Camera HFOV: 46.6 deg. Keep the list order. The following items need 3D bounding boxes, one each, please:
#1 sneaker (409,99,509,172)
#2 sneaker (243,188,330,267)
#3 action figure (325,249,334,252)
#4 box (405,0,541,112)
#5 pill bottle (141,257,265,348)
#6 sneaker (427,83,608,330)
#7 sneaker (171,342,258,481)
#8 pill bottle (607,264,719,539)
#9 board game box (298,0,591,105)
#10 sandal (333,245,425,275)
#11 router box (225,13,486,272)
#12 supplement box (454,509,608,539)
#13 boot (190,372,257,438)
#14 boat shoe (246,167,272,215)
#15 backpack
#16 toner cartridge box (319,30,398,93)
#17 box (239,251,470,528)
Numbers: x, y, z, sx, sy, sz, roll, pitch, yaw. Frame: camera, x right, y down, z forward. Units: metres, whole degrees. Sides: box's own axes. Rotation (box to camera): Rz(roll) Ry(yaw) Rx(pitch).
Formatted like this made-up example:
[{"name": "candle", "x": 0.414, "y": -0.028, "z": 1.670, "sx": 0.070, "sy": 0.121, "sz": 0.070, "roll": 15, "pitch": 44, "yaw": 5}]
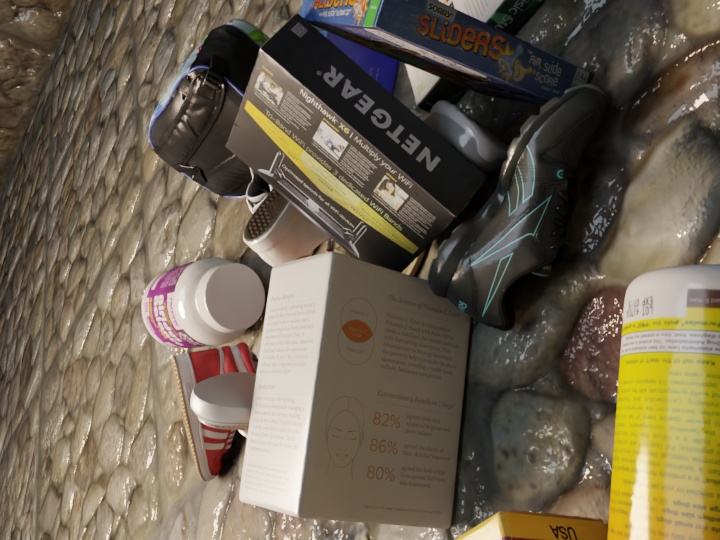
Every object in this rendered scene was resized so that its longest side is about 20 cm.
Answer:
[{"name": "sneaker", "x": 0.064, "y": -0.096, "z": 0.745, "sx": 0.083, "sy": 0.074, "sz": 0.200, "roll": -59, "pitch": 20, "yaw": -4}, {"name": "sneaker", "x": -0.030, "y": -0.083, "z": 0.837, "sx": 0.201, "sy": 0.085, "sz": 0.073, "roll": -53, "pitch": 33, "yaw": -10}, {"name": "action figure", "x": -0.053, "y": 0.079, "z": 0.901, "sx": 0.065, "sy": 0.051, "sz": 0.202, "roll": 38, "pitch": 112, "yaw": 52}, {"name": "box", "x": 0.108, "y": -0.266, "z": 0.788, "sx": 0.200, "sy": 0.036, "sz": 0.146, "roll": -47, "pitch": 41, "yaw": 40}, {"name": "pill bottle", "x": -0.205, "y": 0.043, "z": 1.092, "sx": 0.199, "sy": 0.111, "sz": 0.114, "roll": -13, "pitch": 67, "yaw": 56}, {"name": "sneaker", "x": 0.135, "y": -0.045, "z": 0.642, "sx": 0.079, "sy": 0.075, "sz": 0.201, "roll": 42, "pitch": 111, "yaw": 26}, {"name": "sneaker", "x": -0.163, "y": 0.174, "z": 1.032, "sx": 0.071, "sy": 0.111, "sz": 0.202, "roll": -124, "pitch": 26, "yaw": -48}, {"name": "pill bottle", "x": 0.189, "y": 0.105, "z": 0.440, "sx": 0.109, "sy": 0.108, "sz": 0.203, "roll": -9, "pitch": 71, "yaw": 56}, {"name": "board game box", "x": 0.066, "y": -0.178, "z": 0.661, "sx": 0.135, "sy": 0.198, "sz": 0.035, "roll": 32, "pitch": 106, "yaw": 56}, {"name": "sandal", "x": 0.003, "y": 0.002, "z": 0.816, "sx": 0.078, "sy": 0.069, "sz": 0.214, "roll": 38, "pitch": 111, "yaw": 56}, {"name": "router box", "x": -0.012, "y": -0.093, "z": 0.707, "sx": 0.052, "sy": 0.200, "sz": 0.157, "roll": -50, "pitch": 2, "yaw": -28}, {"name": "supplement box", "x": 0.107, "y": 0.270, "z": 0.513, "sx": 0.131, "sy": 0.102, "sz": 0.202, "roll": -45, "pitch": 42, "yaw": 39}, {"name": "boot", "x": -0.082, "y": 0.151, "z": 0.784, "sx": 0.073, "sy": 0.199, "sz": 0.097, "roll": 26, "pitch": 104, "yaw": 40}, {"name": "boat shoe", "x": -0.097, "y": -0.092, "z": 0.938, "sx": 0.072, "sy": 0.068, "sz": 0.202, "roll": 39, "pitch": 144, "yaw": 42}, {"name": "backpack", "x": -0.155, "y": -0.194, "z": 1.049, "sx": 0.199, "sy": 0.182, "sz": 0.148, "roll": -31, "pitch": 30, "yaw": 47}, {"name": "toner cartridge box", "x": -0.026, "y": -0.143, "z": 0.896, "sx": 0.043, "sy": 0.094, "sz": 0.203, "roll": 5, "pitch": 82, "yaw": 59}, {"name": "box", "x": -0.002, "y": 0.103, "z": 0.705, "sx": 0.106, "sy": 0.151, "sz": 0.203, "roll": -11, "pitch": 68, "yaw": 56}]
